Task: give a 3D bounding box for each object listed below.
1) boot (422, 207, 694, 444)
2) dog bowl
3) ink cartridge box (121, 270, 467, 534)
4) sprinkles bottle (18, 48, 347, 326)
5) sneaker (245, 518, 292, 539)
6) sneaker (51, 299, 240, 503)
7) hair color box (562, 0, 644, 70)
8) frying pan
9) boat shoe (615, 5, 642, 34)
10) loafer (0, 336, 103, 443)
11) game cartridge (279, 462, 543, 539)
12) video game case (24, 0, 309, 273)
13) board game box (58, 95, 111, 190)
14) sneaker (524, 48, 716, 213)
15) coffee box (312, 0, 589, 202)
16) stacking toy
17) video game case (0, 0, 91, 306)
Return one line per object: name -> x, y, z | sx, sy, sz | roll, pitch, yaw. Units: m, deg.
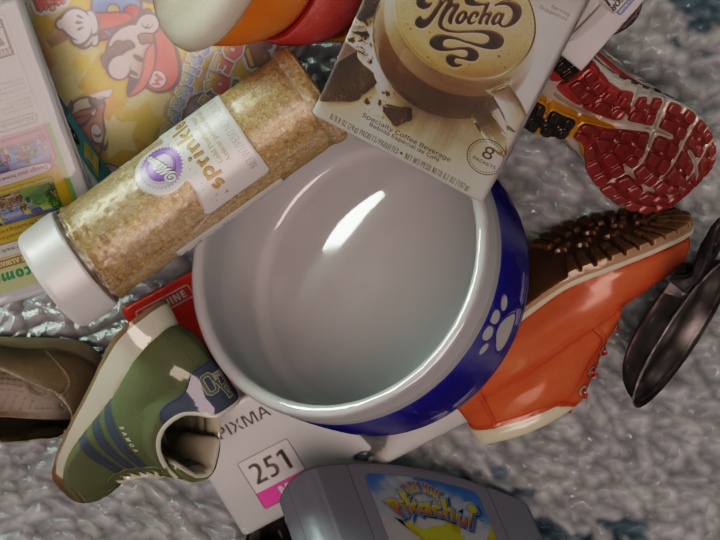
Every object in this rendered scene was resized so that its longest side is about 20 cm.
boot -> 0.139, 0.034, 1.197 | 0.200, 0.075, 0.107 | -29, 113, -8
dog bowl -> 0.000, 0.000, 1.130 | 0.200, 0.079, 0.200 | -8, 72, 25
ink cartridge box -> -0.035, 0.059, 1.227 | 0.200, 0.044, 0.174 | -28, 109, 8
sprinkles bottle -> -0.106, -0.050, 1.092 | 0.200, 0.068, 0.068 | -36, 107, 0
sneaker -> -0.033, 0.215, 1.209 | 0.077, 0.200, 0.082 | 4, 99, -34
sneaker -> -0.136, 0.111, 1.180 | 0.090, 0.067, 0.200 | 42, 137, 12
hair color box -> 0.090, -0.224, 1.052 | 0.200, 0.064, 0.111 | 39, 122, -4
frying pan -> 0.196, 0.030, 1.163 | 0.031, 0.190, 0.115 | 34, 88, 21
boat shoe -> 0.108, -0.223, 1.120 | 0.072, 0.065, 0.200 | -32, 107, 9
loafer -> -0.269, 0.080, 1.214 | 0.200, 0.067, 0.076 | -5, 109, 0
game cartridge -> 0.047, 0.188, 1.206 | 0.200, 0.133, 0.040 | 13, 123, -33
video game case -> -0.155, -0.123, 1.171 | 0.182, 0.023, 0.200 | 32, 105, -12
board game box -> -0.265, -0.084, 1.146 | 0.151, 0.047, 0.200 | -29, 108, 9
sneaker -> 0.149, -0.109, 1.158 | 0.200, 0.082, 0.078 | 35, 111, -30
coffee box -> 0.067, -0.155, 1.013 | 0.113, 0.080, 0.200 | 27, 123, 3
stacking toy -> -0.014, -0.180, 1.108 | 0.200, 0.146, 0.146 | 15, 109, -30
video game case -> -0.272, -0.055, 1.119 | 0.200, 0.022, 0.182 | -16, 109, 3
